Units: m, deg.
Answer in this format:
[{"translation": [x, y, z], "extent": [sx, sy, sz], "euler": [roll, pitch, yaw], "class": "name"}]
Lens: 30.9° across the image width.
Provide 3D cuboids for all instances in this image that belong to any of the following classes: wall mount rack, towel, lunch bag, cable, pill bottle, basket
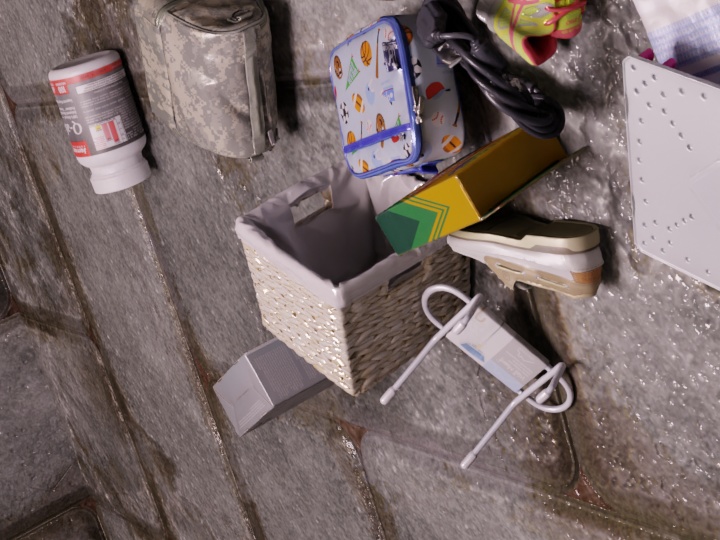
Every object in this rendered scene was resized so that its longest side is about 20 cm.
[{"translation": [0.121, 0.116, 1.392], "extent": [0.199, 0.075, 0.174], "euler": [39, 137, -2], "class": "wall mount rack"}, {"translation": [0.286, -0.167, 1.020], "extent": [0.146, 0.024, 0.202], "euler": [-14, 101, 62], "class": "towel"}, {"translation": [0.036, -0.173, 1.346], "extent": [0.200, 0.075, 0.162], "euler": [174, 87, -68], "class": "lunch bag"}, {"translation": [0.117, -0.192, 1.189], "extent": [0.163, 0.051, 0.200], "euler": [36, -167, -18], "class": "cable"}, {"translation": [-0.400, -0.230, 2.023], "extent": [0.115, 0.115, 0.202], "euler": [11, 122, 56], "class": "pill bottle"}, {"translation": [0.000, 0.000, 1.460], "extent": [0.199, 0.197, 0.162], "euler": [32, 143, 43], "class": "basket"}, {"translation": [-0.174, -0.249, 1.604], "extent": [0.167, 0.138, 0.202], "euler": [39, 144, 39], "class": "lunch bag"}]

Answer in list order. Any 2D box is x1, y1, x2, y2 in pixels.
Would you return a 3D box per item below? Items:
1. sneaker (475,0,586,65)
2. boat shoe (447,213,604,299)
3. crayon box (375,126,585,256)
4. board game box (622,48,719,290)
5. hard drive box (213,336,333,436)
[{"translation": [0.166, -0.247, 1.109], "extent": [0.091, 0.078, 0.200], "euler": [57, 162, 13], "class": "sneaker"}, {"translation": [0.158, -0.014, 1.304], "extent": [0.199, 0.074, 0.069], "euler": [13, 118, 54], "class": "boat shoe"}, {"translation": [0.113, -0.084, 1.267], "extent": [0.051, 0.126, 0.200], "euler": [58, 151, -5], "class": "crayon box"}, {"translation": [0.299, -0.064, 1.043], "extent": [0.199, 0.026, 0.201], "euler": [31, 146, 42], "class": "board game box"}, {"translation": [-0.071, 0.119, 1.665], "extent": [0.077, 0.199, 0.156], "euler": [60, 151, 7], "class": "hard drive box"}]
